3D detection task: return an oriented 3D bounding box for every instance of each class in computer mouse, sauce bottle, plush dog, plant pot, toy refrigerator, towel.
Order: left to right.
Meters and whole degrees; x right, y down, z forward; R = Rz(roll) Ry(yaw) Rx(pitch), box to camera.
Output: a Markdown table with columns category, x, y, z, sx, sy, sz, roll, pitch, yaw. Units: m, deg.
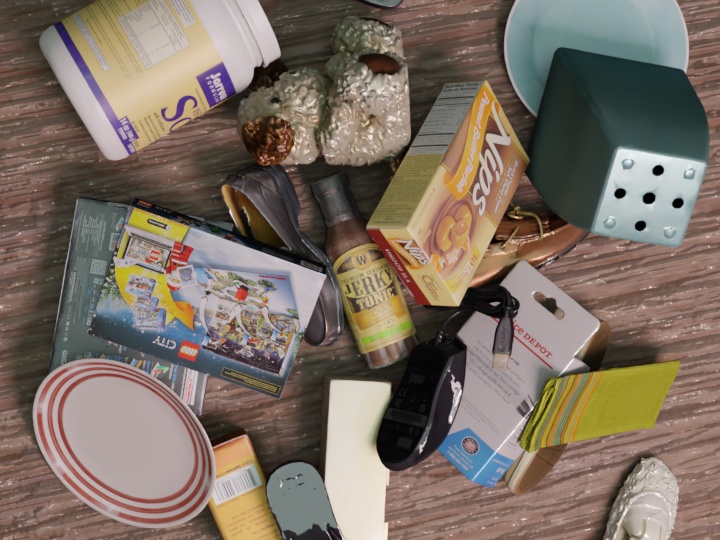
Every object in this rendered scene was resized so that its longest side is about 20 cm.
| category | x | y | z | sx | sy | sz | roll | pitch | yaw |
| --- | --- | --- | --- | --- | --- | --- | --- | --- | --- |
| plush dog | -0.038 | -0.153 | 1.349 | 0.171 | 0.200 | 0.161 | -5 | 117 | 1 |
| toy refrigerator | -0.006 | 0.209 | 1.382 | 0.070 | 0.076 | 0.201 | 4 | 89 | -6 |
| sauce bottle | 0.000 | 0.000 | 1.390 | 0.065 | 0.065 | 0.200 | -22 | 92 | -6 |
| computer mouse | 0.094 | 0.105 | 1.311 | 0.046 | 0.140 | 0.200 | 30 | 70 | -34 |
| towel | 0.246 | 0.135 | 1.370 | 0.200 | 0.018 | 0.086 | -3 | 124 | -40 |
| plant pot | 0.256 | -0.110 | 1.329 | 0.141 | 0.200 | 0.142 | 9 | 115 | -7 |

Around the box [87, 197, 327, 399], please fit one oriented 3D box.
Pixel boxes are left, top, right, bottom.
| category | x | y | z | sx | sy | sz | roll | pitch | yaw |
| --- | --- | --- | --- | --- | --- | --- | --- | --- | --- |
| box | -0.148 | 0.028 | 1.322 | 0.200 | 0.038 | 0.137 | 20 | 105 | -6 |

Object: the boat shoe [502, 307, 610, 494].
| category | x | y | z | sx | sy | sz | roll | pitch | yaw |
| --- | --- | --- | --- | --- | --- | --- | --- | --- | --- |
| boat shoe | 0.190 | 0.134 | 1.415 | 0.065 | 0.072 | 0.200 | 25 | 92 | 31 |

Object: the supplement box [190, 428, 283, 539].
| category | x | y | z | sx | sy | sz | roll | pitch | yaw |
| --- | --- | --- | --- | --- | --- | --- | --- | --- | --- |
| supplement box | -0.107 | 0.265 | 1.375 | 0.069 | 0.067 | 0.200 | -21 | 92 | -8 |

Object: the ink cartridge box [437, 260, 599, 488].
| category | x | y | z | sx | sy | sz | roll | pitch | yaw |
| --- | --- | --- | --- | --- | --- | --- | --- | --- | --- |
| ink cartridge box | 0.146 | 0.103 | 1.367 | 0.116 | 0.068 | 0.200 | 42 | 95 | 28 |

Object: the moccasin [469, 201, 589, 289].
| category | x | y | z | sx | sy | sz | roll | pitch | yaw |
| --- | --- | --- | --- | --- | --- | --- | --- | --- | --- |
| moccasin | 0.147 | -0.032 | 1.407 | 0.201 | 0.074 | 0.078 | -20 | 100 | 4 |

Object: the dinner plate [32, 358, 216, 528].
| category | x | y | z | sx | sy | sz | roll | pitch | yaw |
| --- | --- | --- | --- | --- | --- | --- | --- | --- | --- |
| dinner plate | -0.229 | 0.167 | 1.337 | 0.200 | 0.024 | 0.201 | 10 | 123 | 16 |

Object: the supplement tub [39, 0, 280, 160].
| category | x | y | z | sx | sy | sz | roll | pitch | yaw |
| --- | --- | --- | --- | --- | --- | --- | --- | --- | --- |
| supplement tub | -0.194 | -0.214 | 1.330 | 0.200 | 0.145 | 0.146 | -30 | 93 | -5 |

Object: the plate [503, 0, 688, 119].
| category | x | y | z | sx | sy | sz | roll | pitch | yaw |
| --- | --- | --- | --- | --- | --- | --- | --- | --- | --- |
| plate | 0.247 | -0.234 | 1.439 | 0.200 | 0.026 | 0.201 | 0 | 90 | -6 |

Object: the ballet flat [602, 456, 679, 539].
| category | x | y | z | sx | sy | sz | roll | pitch | yaw |
| --- | --- | --- | --- | --- | --- | --- | --- | --- | --- |
| ballet flat | 0.285 | 0.294 | 1.420 | 0.072 | 0.072 | 0.200 | 25 | 86 | -6 |

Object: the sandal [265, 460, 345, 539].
| category | x | y | z | sx | sy | sz | roll | pitch | yaw |
| --- | --- | --- | --- | --- | --- | --- | --- | --- | --- |
| sandal | -0.034 | 0.280 | 1.311 | 0.076 | 0.043 | 0.200 | -30 | 93 | -6 |

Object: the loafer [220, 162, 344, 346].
| category | x | y | z | sx | sy | sz | roll | pitch | yaw |
| --- | --- | --- | --- | --- | --- | --- | --- | --- | --- |
| loafer | -0.083 | -0.010 | 1.367 | 0.073 | 0.072 | 0.200 | -30 | 86 | 38 |

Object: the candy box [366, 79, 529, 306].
| category | x | y | z | sx | sy | sz | roll | pitch | yaw |
| --- | --- | --- | --- | --- | --- | --- | --- | --- | --- |
| candy box | 0.090 | -0.077 | 1.340 | 0.116 | 0.055 | 0.200 | 55 | 50 | -37 |

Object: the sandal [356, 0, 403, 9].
| category | x | y | z | sx | sy | sz | roll | pitch | yaw |
| --- | --- | --- | --- | --- | --- | --- | --- | --- | --- |
| sandal | -0.044 | -0.319 | 1.398 | 0.200 | 0.043 | 0.076 | 7 | 89 | -6 |

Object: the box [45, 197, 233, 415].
| category | x | y | z | sx | sy | sz | roll | pitch | yaw |
| --- | --- | --- | --- | --- | --- | --- | --- | --- | --- |
| box | -0.222 | 0.036 | 1.374 | 0.159 | 0.046 | 0.201 | 9 | 89 | -6 |
